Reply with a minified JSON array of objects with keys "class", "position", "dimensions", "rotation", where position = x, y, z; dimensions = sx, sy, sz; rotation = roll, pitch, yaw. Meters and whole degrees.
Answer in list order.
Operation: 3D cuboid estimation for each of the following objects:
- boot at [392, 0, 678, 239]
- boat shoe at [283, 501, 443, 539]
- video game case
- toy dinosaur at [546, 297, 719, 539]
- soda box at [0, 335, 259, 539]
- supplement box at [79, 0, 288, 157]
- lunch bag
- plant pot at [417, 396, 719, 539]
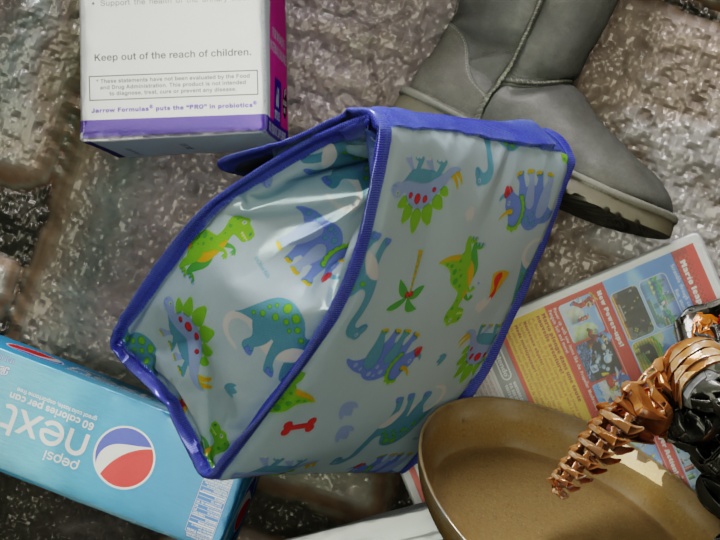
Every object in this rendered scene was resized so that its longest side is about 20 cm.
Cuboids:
[{"class":"boot","position":[0.126,-0.137,1.258],"dimensions":[0.182,0.073,0.200],"rotation":[28,84,4]},{"class":"boat shoe","position":[-0.025,0.176,1.246],"dimensions":[0.200,0.072,0.071],"rotation":[-17,84,12]},{"class":"video game case","position":[0.118,0.083,1.270],"dimensions":[0.200,0.017,0.143],"rotation":[-23,86,4]},{"class":"toy dinosaur","position":[0.189,0.079,1.208],"dimensions":[0.200,0.102,0.136],"rotation":[-30,62,-4]},{"class":"soda box","position":[-0.153,0.087,1.270],"dimensions":[0.200,0.068,0.064],"rotation":[21,91,6]},{"class":"supplement box","position":[-0.095,-0.166,1.257],"dimensions":[0.103,0.101,0.200],"rotation":[-3,88,5]},{"class":"lunch bag","position":[0.000,0.000,1.172],"dimensions":[0.200,0.170,0.128],"rotation":[-51,62,25]},{"class":"plant pot","position":[0.113,0.136,1.172],"dimensions":[0.200,0.200,0.028],"rotation":[31,115,6]}]
